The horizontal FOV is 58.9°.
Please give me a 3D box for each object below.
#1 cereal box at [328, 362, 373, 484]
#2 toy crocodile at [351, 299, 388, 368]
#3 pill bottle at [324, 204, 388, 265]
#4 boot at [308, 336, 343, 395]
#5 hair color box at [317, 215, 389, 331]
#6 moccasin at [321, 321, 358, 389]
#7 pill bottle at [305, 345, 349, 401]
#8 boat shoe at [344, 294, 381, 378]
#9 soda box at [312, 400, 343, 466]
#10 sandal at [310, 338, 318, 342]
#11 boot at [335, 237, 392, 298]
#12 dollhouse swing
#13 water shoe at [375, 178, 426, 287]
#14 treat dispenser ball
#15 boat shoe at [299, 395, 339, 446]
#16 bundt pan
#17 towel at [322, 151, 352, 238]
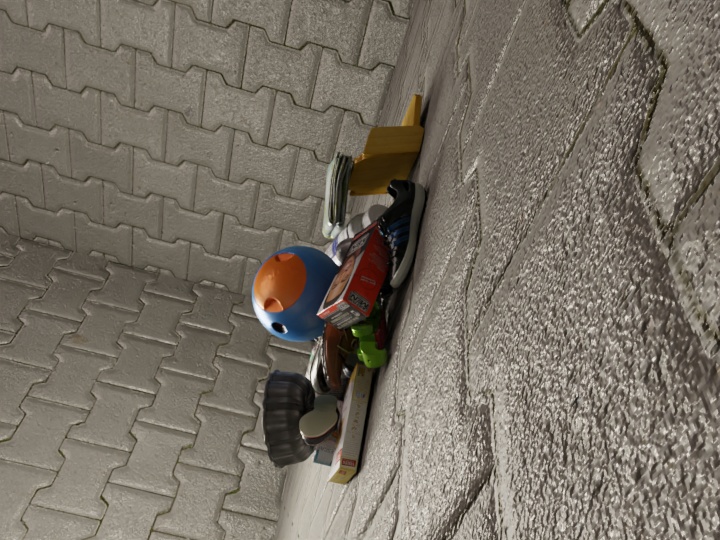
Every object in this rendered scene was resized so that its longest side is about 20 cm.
[{"bbox_3d":[-0.018,0.296,1.222,0.144,0.039,0.201,110,173,-60],"label":"cereal box"},{"bbox_3d":[0.024,0.111,1.189,0.200,0.061,0.068,-74,-26,-67],"label":"toy crocodile"},{"bbox_3d":[0.005,-0.062,1.477,0.200,0.111,0.112,-47,25,46],"label":"pill bottle"},{"bbox_3d":[-0.068,0.215,1.352,0.200,0.072,0.183,-122,36,-73],"label":"boot"},{"bbox_3d":[0.001,0.004,1.183,0.101,0.061,0.201,-34,27,52],"label":"hair color box"},{"bbox_3d":[-0.033,0.129,1.218,0.074,0.077,0.202,92,-176,-55],"label":"moccasin"},{"bbox_3d":[-0.090,0.298,1.603,0.113,0.112,0.201,-97,22,-77],"label":"pill bottle"},{"bbox_3d":[-0.005,0.129,1.377,0.091,0.070,0.201,111,171,-61],"label":"boat shoe"},{"bbox_3d":[-0.068,0.365,1.457,0.200,0.063,0.069,-93,19,-76],"label":"soda box"},{"bbox_3d":[-0.082,0.155,1.581,0.045,0.199,0.076,-29,-65,-46],"label":"sandal"},{"bbox_3d":[0.000,0.000,1.335,0.200,0.070,0.133,-13,58,55],"label":"boot"},{"bbox_3d":[0.054,-0.302,1.497,0.200,0.180,0.177,116,148,-69],"label":"dollhouse swing"},{"bbox_3d":[0.062,-0.068,1.150,0.072,0.078,0.201,118,166,-72],"label":"water shoe"},{"bbox_3d":[-0.129,0.049,1.350,0.201,0.199,0.202,-165,90,-85],"label":"treat dispenser ball"},{"bbox_3d":[-0.078,0.306,1.257,0.200,0.071,0.063,-60,-27,-82],"label":"boat shoe"},{"bbox_3d":[-0.137,0.305,1.328,0.202,0.075,0.203,-7,-90,-79],"label":"bundt pan"},{"bbox_3d":[-0.059,-0.172,1.488,0.200,0.048,0.173,148,129,-82],"label":"towel"}]
